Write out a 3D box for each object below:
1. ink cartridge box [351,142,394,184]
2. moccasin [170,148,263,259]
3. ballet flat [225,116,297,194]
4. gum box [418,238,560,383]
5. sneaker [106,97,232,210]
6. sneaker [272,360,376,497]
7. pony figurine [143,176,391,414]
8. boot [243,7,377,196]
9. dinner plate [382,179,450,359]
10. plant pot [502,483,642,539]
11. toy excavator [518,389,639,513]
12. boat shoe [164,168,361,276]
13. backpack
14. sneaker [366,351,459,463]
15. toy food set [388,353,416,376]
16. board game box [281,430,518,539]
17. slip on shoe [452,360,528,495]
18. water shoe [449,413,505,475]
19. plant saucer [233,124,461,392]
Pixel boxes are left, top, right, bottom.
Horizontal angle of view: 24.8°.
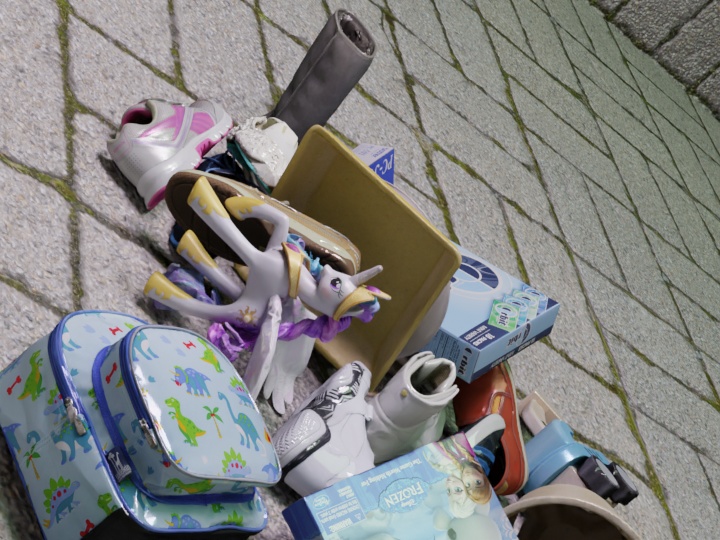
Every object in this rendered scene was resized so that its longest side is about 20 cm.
[{"bbox_3d":[-0.023,-0.064,1.791,0.044,0.095,0.200,11,26,23],"label":"ink cartridge box"},{"bbox_3d":[-0.137,-0.069,1.672,0.080,0.068,0.201,40,24,-20],"label":"moccasin"},{"bbox_3d":[-0.100,-0.132,1.714,0.072,0.072,0.200,41,1,-19],"label":"ballet flat"},{"bbox_3d":[0.087,0.029,1.755,0.199,0.045,0.169,32,32,25],"label":"gum box"},{"bbox_3d":[-0.195,-0.141,1.663,0.088,0.081,0.200,47,22,-9],"label":"sneaker"},{"bbox_3d":[-0.014,0.168,1.529,0.115,0.075,0.200,49,28,-3],"label":"sneaker"},{"bbox_3d":[-0.091,0.036,1.483,0.199,0.194,0.167,31,18,7],"label":"pony figurine"},{"bbox_3d":[-0.050,-0.168,1.815,0.072,0.200,0.183,25,33,-43],"label":"boot"},{"bbox_3d":[0.000,0.000,1.659,0.201,0.200,0.024,52,37,7],"label":"dinner plate"},{"bbox_3d":[0.195,0.294,1.591,0.201,0.200,0.183,49,12,1],"label":"plant pot"},{"bbox_3d":[0.224,0.208,1.875,0.201,0.100,0.194,55,14,27],"label":"toy excavator"},{"bbox_3d":[-0.091,-0.042,1.564,0.199,0.072,0.076,31,31,-1],"label":"boat shoe"},{"bbox_3d":[-0.165,0.122,1.226,0.182,0.147,0.201,13,39,-58],"label":"backpack"},{"bbox_3d":[0.067,0.136,1.670,0.074,0.115,0.200,52,21,12],"label":"sneaker"},{"bbox_3d":[0.042,0.045,1.833,0.143,0.060,0.201,40,24,-22],"label":"toy food set"},{"bbox_3d":[0.057,0.262,1.423,0.199,0.043,0.200,-17,76,-40],"label":"board game box"},{"bbox_3d":[0.130,0.148,1.774,0.061,0.074,0.202,-11,86,-57],"label":"slip on shoe"},{"bbox_3d":[0.100,0.216,1.663,0.079,0.071,0.200,56,38,0],"label":"water shoe"},{"bbox_3d":[-0.007,-0.015,1.613,0.200,0.201,0.048,43,36,13],"label":"plant saucer"}]
